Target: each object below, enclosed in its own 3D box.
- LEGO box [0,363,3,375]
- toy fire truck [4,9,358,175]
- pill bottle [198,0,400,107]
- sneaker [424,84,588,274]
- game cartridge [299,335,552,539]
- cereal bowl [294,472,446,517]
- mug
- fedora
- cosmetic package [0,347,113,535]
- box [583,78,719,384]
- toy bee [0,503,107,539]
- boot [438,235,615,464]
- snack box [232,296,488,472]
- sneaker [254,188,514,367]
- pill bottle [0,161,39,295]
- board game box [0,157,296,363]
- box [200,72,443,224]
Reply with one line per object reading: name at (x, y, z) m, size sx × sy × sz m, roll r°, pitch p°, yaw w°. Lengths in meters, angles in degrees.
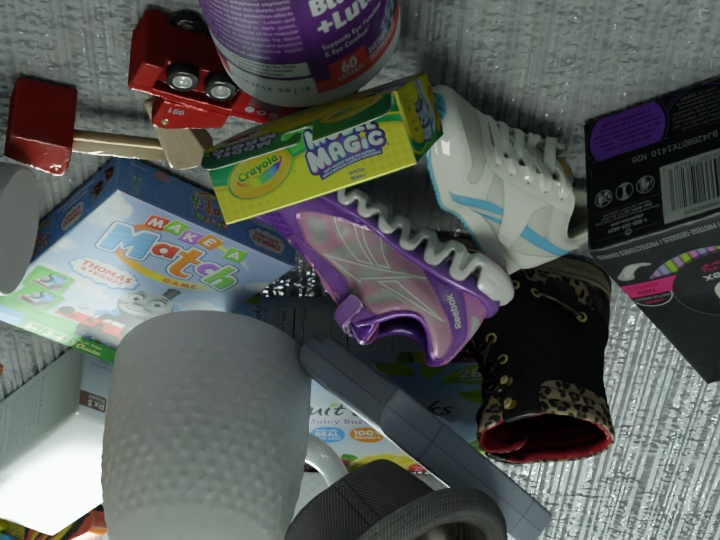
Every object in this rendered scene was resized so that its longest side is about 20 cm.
LEGO box at (-0.360, 0.077, 1.472) m, size 0.077 × 0.200 × 0.149 m, roll -23°, pitch 143°, yaw -51°
toy fire truck at (-0.116, -0.102, 1.358) m, size 0.199 × 0.049 × 0.141 m, roll 14°, pitch 146°, yaw -20°
pill bottle at (-0.046, -0.191, 1.160) m, size 0.111 × 0.112 × 0.200 m, roll -5°, pitch 147°, yaw 9°
sneaker at (0.093, -0.068, 1.389) m, size 0.080 × 0.077 × 0.200 m, roll -19°, pitch 150°, yaw 17°
game cartridge at (0.051, 0.126, 1.521) m, size 0.200 × 0.041 × 0.133 m, roll 41°, pitch 172°, yaw -39°
cereal bowl at (-0.012, 0.215, 1.750) m, size 0.199 × 0.084 × 0.200 m, roll -1°, pitch 171°, yaw 0°
mug at (-0.091, 0.150, 1.513) m, size 0.199 × 0.176 × 0.148 m, roll 23°, pitch 141°, yaw -25°
fedora at (0.011, 0.201, 1.456) m, size 0.177 × 0.090 × 0.200 m, roll -38°, pitch 148°, yaw -8°
cosmetic package at (-0.238, 0.138, 1.714) m, size 0.101 × 0.074 × 0.200 m, roll 24°, pitch 139°, yaw -32°
box at (0.245, -0.023, 1.414) m, size 0.122 × 0.106 × 0.200 m, roll -17°, pitch 143°, yaw 27°
toy bee at (-0.326, 0.232, 1.846) m, size 0.199 × 0.109 × 0.131 m, roll -28°, pitch 163°, yaw -10°
boot at (0.088, 0.057, 1.496) m, size 0.199 × 0.151 × 0.073 m, roll 7°, pitch 139°, yaw -11°
snack box at (0.000, 0.090, 1.631) m, size 0.199 × 0.068 × 0.169 m, roll -1°, pitch 145°, yaw 2°
sneaker at (0.000, 0.000, 1.426) m, size 0.200 × 0.089 × 0.081 m, roll 27°, pitch 170°, yaw 6°
pill bottle at (-0.316, -0.042, 1.367) m, size 0.199 × 0.113 × 0.112 m, roll 10°, pitch 148°, yaw 10°
board game box at (-0.165, 0.000, 1.529) m, size 0.151 × 0.037 × 0.200 m, roll 24°, pitch 140°, yaw -30°
box at (-0.018, -0.072, 1.213) m, size 0.117 × 0.049 × 0.200 m, roll -17°, pitch -176°, yaw 10°
